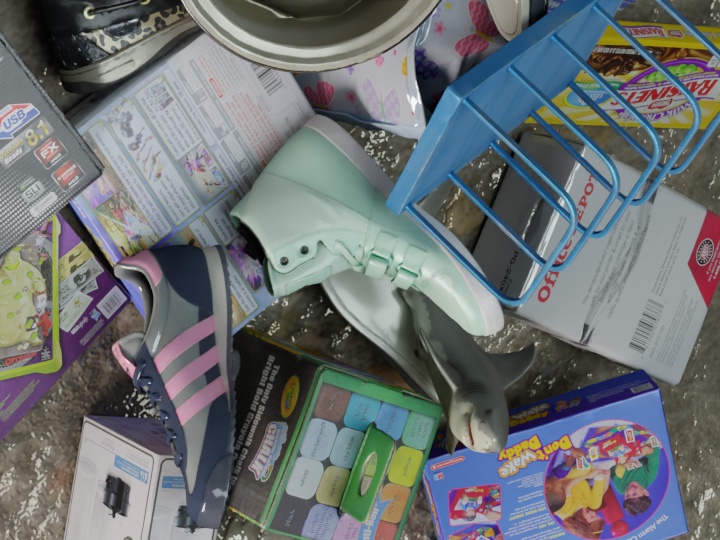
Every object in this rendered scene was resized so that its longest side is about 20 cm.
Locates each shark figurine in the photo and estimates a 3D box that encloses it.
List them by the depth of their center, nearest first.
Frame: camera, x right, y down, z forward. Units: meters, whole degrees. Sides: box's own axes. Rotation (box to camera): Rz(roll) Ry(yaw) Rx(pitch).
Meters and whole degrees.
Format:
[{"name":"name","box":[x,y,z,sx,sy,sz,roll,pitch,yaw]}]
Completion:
[{"name":"shark figurine","box":[0.082,0.048,1.615,0.089,0.215,0.128,-16,156,-7]}]

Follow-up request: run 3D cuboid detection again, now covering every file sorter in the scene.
[{"name":"file sorter","box":[0.141,-0.091,1.479,0.200,0.123,0.139,-37,165,-34]}]

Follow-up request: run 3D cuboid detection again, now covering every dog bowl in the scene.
[{"name":"dog bowl","box":[-0.035,-0.235,1.436,0.199,0.074,0.201,-4,114,-9]}]

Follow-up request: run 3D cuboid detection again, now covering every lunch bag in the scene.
[{"name":"lunch bag","box":[0.039,-0.194,1.565,0.127,0.169,0.201,25,84,-38]}]

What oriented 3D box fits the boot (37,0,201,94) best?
[{"name":"boot","box":[-0.150,-0.233,1.483,0.203,0.073,0.154,-39,118,-23]}]

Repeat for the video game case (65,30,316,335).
[{"name":"video game case","box":[-0.110,-0.063,1.553,0.181,0.045,0.200,-39,117,-16]}]

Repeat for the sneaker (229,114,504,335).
[{"name":"sneaker","box":[0.000,0.000,1.526,0.200,0.074,0.118,44,77,7]}]

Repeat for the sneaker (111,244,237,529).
[{"name":"sneaker","box":[-0.128,0.079,1.483,0.082,0.070,0.201,1,67,-14]}]

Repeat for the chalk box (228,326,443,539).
[{"name":"chalk box","box":[-0.032,0.127,1.574,0.124,0.200,0.125,21,91,-38]}]

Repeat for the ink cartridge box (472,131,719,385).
[{"name":"ink cartridge box","box":[0.195,-0.010,1.775,0.200,0.083,0.146,24,87,-37]}]

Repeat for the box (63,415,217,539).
[{"name":"box","box":[-0.162,0.214,1.557,0.060,0.117,0.201,5,99,-36]}]

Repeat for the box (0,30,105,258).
[{"name":"box","box":[-0.290,-0.066,1.413,0.200,0.044,0.160,-40,117,-10]}]

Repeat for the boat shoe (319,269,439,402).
[{"name":"boat shoe","box":[0.019,0.028,1.670,0.073,0.062,0.200,-44,101,-14]}]

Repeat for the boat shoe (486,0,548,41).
[{"name":"boat shoe","box":[0.112,-0.255,1.456,0.062,0.075,0.201,-11,100,-26]}]

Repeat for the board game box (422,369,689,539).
[{"name":"board game box","box":[0.155,0.175,1.767,0.199,0.045,0.135,-16,111,-6]}]

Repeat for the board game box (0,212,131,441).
[{"name":"board game box","box":[-0.262,0.049,1.500,0.200,0.032,0.120,-48,128,-17]}]

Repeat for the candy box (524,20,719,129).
[{"name":"candy box","box":[0.228,-0.157,1.765,0.199,0.026,0.102,-1,144,-35]}]

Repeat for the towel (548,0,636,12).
[{"name":"towel","box":[0.158,-0.227,1.639,0.144,0.200,0.024,12,65,-37]}]
